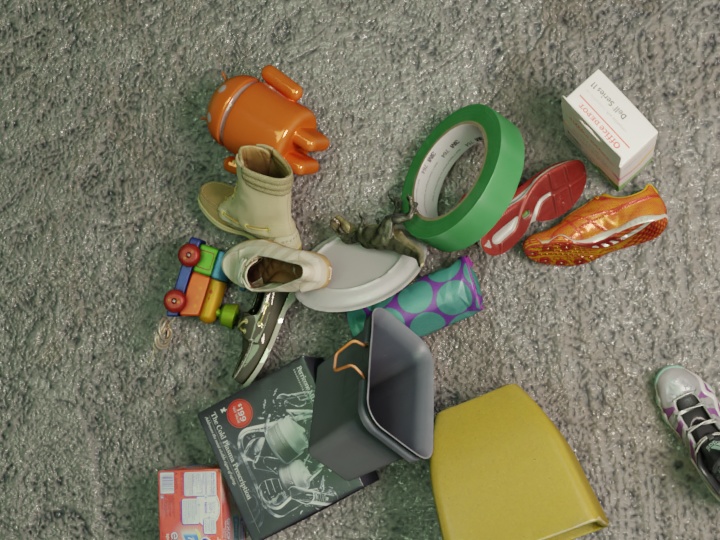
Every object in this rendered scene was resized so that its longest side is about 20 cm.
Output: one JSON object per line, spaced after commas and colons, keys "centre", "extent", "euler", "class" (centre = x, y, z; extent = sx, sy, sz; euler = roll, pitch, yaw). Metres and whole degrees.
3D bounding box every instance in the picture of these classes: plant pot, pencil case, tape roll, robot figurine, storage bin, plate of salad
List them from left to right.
{"centre": [-0.146, -0.212, 1.423], "extent": [0.199, 0.145, 0.117], "euler": [32, 57, 15], "class": "robot figurine"}
{"centre": [0.000, 0.000, 1.353], "extent": [0.197, 0.201, 0.048], "euler": [-11, 124, 13], "class": "plate of salad"}
{"centre": [0.001, 0.168, 1.261], "extent": [0.134, 0.145, 0.201], "euler": [-34, 31, 29], "class": "storage bin"}
{"centre": [0.074, 0.052, 1.354], "extent": [0.198, 0.093, 0.086], "euler": [-23, 123, 10], "class": "pencil case"}
{"centre": [0.136, -0.126, 1.312], "extent": [0.200, 0.048, 0.202], "euler": [-36, 40, 37], "class": "tape roll"}
{"centre": [0.192, 0.265, 1.256], "extent": [0.192, 0.195, 0.202], "euler": [-23, 67, 11], "class": "plant pot"}

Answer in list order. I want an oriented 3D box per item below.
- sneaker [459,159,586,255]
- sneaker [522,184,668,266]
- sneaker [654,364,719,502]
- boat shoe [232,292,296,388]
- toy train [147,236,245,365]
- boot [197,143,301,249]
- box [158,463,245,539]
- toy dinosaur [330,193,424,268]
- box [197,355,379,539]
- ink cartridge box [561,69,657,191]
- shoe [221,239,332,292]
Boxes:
{"centre": [0.212, -0.107, 1.341], "extent": [0.199, 0.079, 0.115], "euler": [-31, 35, -21], "class": "sneaker"}
{"centre": [0.319, -0.060, 1.323], "extent": [0.198, 0.073, 0.078], "euler": [-16, 57, 10], "class": "sneaker"}
{"centre": [0.443, 0.209, 1.214], "extent": [0.077, 0.140, 0.201], "euler": [-33, 78, 9], "class": "sneaker"}
{"centre": [-0.146, 0.071, 1.408], "extent": [0.060, 0.072, 0.204], "euler": [26, 85, -16], "class": "boat shoe"}
{"centre": [-0.234, 0.061, 1.440], "extent": [0.114, 0.085, 0.202], "euler": [17, 88, 2], "class": "toy train"}
{"centre": [-0.167, -0.119, 1.385], "extent": [0.199, 0.157, 0.073], "euler": [34, 54, 31], "class": "boot"}
{"centre": [-0.226, 0.385, 1.390], "extent": [0.101, 0.095, 0.203], "euler": [-5, 83, 14], "class": "box"}
{"centre": [0.042, -0.061, 1.318], "extent": [0.199, 0.047, 0.089], "euler": [20, 79, 49], "class": "toy dinosaur"}
{"centre": [-0.102, 0.251, 1.368], "extent": [0.181, 0.104, 0.202], "euler": [-29, 78, 8], "class": "box"}
{"centre": [0.325, -0.184, 1.255], "extent": [0.067, 0.200, 0.117], "euler": [-41, 77, 6], "class": "ink cartridge box"}
{"centre": [-0.129, -0.006, 1.333], "extent": [0.198, 0.053, 0.071], "euler": [4, 100, 39], "class": "shoe"}
